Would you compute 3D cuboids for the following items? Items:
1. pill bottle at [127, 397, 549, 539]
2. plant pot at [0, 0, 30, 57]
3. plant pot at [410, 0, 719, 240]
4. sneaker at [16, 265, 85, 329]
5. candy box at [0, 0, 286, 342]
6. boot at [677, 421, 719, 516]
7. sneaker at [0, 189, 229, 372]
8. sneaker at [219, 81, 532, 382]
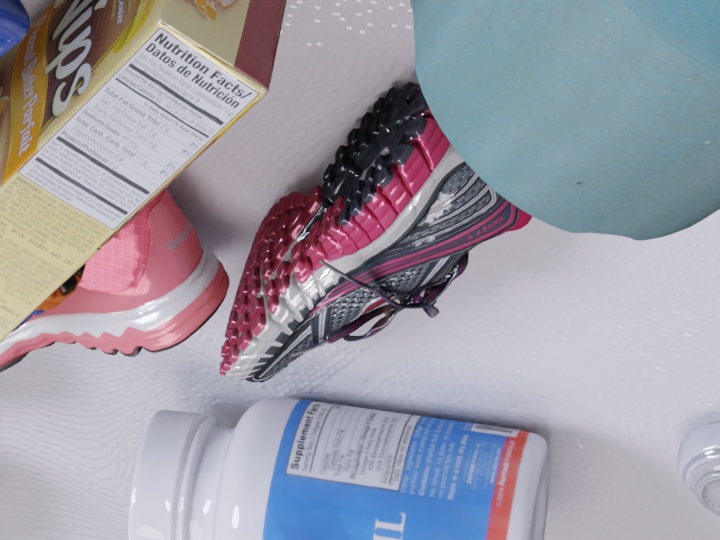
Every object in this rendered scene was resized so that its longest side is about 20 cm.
[{"bbox_3d":[-0.010,0.124,1.273,0.199,0.113,0.113,7,142,9],"label":"pill bottle"},{"bbox_3d":[-0.264,-0.117,0.918,0.199,0.180,0.200,-33,172,7],"label":"plant pot"},{"bbox_3d":[0.120,-0.114,0.874,0.199,0.201,0.196,23,149,-12],"label":"plant pot"},{"bbox_3d":[-0.220,-0.037,1.128,0.200,0.075,0.078,42,121,-4],"label":"sneaker"},{"bbox_3d":[-0.105,-0.070,1.033,0.055,0.116,0.200,30,133,-22],"label":"candy box"},{"bbox_3d":[0.245,0.141,1.226,0.199,0.096,0.074,15,143,-2],"label":"boot"},{"bbox_3d":[-0.160,-0.006,1.207,0.199,0.074,0.087,-10,121,25],"label":"sneaker"},{"bbox_3d":[0.000,0.000,1.138,0.074,0.081,0.200,27,141,-20],"label":"sneaker"}]
